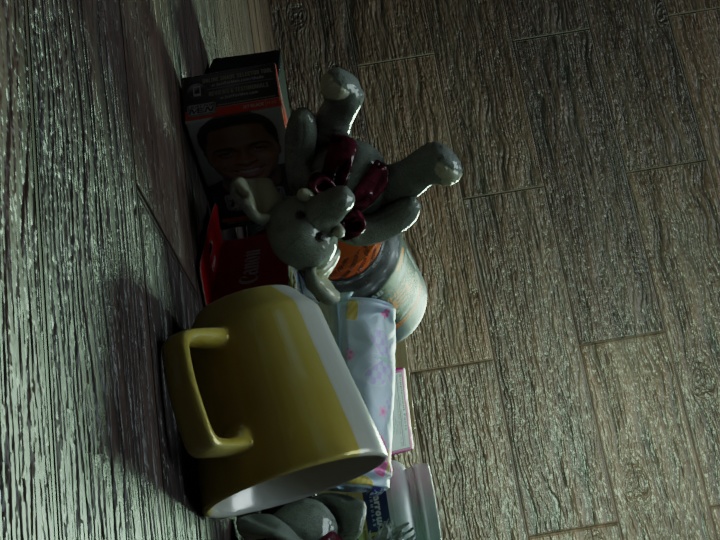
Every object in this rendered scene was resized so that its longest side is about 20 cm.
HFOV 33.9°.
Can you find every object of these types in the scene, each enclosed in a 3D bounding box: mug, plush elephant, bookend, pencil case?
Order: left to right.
[{"bbox_3d":[-0.130,-0.153,1.470,0.199,0.091,0.202,-97,180,-68],"label":"bookend"},{"bbox_3d":[-0.069,0.091,0.913,0.187,0.148,0.154,101,-27,-70],"label":"mug"},{"bbox_3d":[-0.044,0.285,1.104,0.155,0.164,0.201,34,-73,40],"label":"plush elephant"},{"bbox_3d":[-0.032,-0.066,1.147,0.165,0.200,0.155,41,37,-11],"label":"plush elephant"},{"bbox_3d":[-0.010,0.126,1.199,0.090,0.083,0.202,18,71,-45],"label":"pencil case"}]

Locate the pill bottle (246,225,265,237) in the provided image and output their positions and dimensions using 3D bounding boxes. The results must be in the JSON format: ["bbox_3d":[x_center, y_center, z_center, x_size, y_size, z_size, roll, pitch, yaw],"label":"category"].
[{"bbox_3d":[-0.101,-0.048,1.683,0.120,0.119,0.202,82,0,-74],"label":"pill bottle"}]

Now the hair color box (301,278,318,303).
[{"bbox_3d":[-0.054,0.082,1.534,0.061,0.098,0.201,-105,-150,-76],"label":"hair color box"}]

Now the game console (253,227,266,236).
[{"bbox_3d":[-0.095,0.016,1.472,0.119,0.172,0.200,54,6,-13],"label":"game console"}]

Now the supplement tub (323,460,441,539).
[{"bbox_3d":[-0.002,0.317,1.478,0.144,0.198,0.146,171,-90,-90],"label":"supplement tub"}]

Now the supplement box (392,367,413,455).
[{"bbox_3d":[-0.031,0.168,1.334,0.200,0.101,0.104,4,78,-61],"label":"supplement box"}]

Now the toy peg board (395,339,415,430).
[{"bbox_3d":[-0.041,0.135,1.661,0.098,0.198,0.202,178,-94,-72],"label":"toy peg board"}]

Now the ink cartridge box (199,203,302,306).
[{"bbox_3d":[-0.104,0.036,1.209,0.200,0.083,0.177,-98,179,-68],"label":"ink cartridge box"}]

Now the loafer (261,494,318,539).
[{"bbox_3d":[-0.079,0.271,1.288,0.201,0.072,0.072,98,-18,-54],"label":"loafer"}]

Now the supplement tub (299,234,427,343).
[{"bbox_3d":[0.000,0.000,1.356,0.200,0.122,0.123,57,21,-61],"label":"supplement tub"}]

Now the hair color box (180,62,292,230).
[{"bbox_3d":[-0.121,-0.127,1.255,0.200,0.101,0.062,80,1,-59],"label":"hair color box"}]
